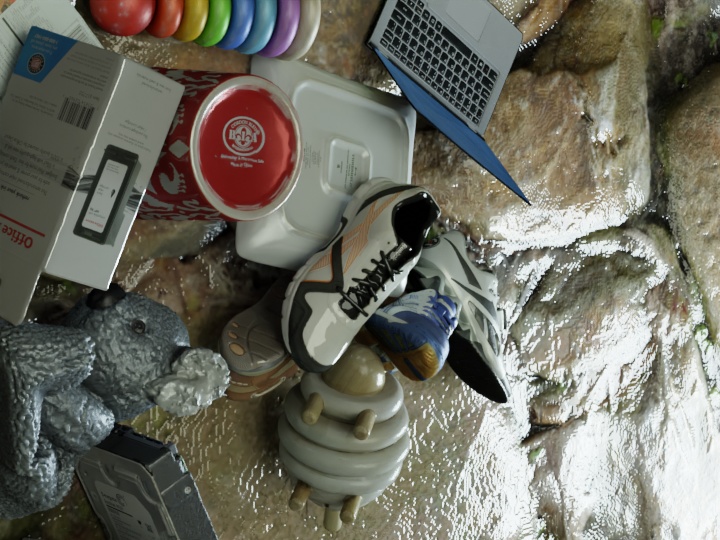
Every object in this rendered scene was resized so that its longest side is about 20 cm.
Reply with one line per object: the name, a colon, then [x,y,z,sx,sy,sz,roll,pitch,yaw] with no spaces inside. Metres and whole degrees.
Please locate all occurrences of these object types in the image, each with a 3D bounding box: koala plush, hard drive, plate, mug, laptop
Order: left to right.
koala plush: [-0.218,0.080,1.098,0.199,0.177,0.185,-22,123,-38]
hard drive: [-0.167,0.223,1.169,0.038,0.139,0.202,-33,117,-34]
mug: [-0.132,-0.111,1.118,0.177,0.199,0.134,-37,117,-32]
plate: [-0.021,-0.091,1.298,0.199,0.032,0.202,15,73,-38]
laptop: [0.109,-0.197,1.377,0.187,0.115,0.201,34,73,-39]

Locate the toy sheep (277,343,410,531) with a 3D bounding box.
toy sheep: [-0.017,0.157,1.301,0.137,0.138,0.202,-9,123,-40]

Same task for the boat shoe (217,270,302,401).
boat shoe: [-0.065,0.055,1.294,0.199,0.076,0.072,-30,148,-44]

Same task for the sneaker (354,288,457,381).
sneaker: [0.052,0.048,1.304,0.088,0.200,0.076,-36,98,-10]

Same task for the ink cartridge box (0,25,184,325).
ink cartridge box: [-0.220,-0.063,1.022,0.068,0.115,0.202,22,90,-51]

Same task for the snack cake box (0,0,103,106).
snack cake box: [-0.297,-0.203,1.049,0.115,0.067,0.201,-49,124,-23]

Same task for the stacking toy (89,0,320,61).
stacking toy: [-0.135,-0.225,1.188,0.199,0.085,0.086,-2,97,-36]

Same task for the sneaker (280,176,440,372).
sneaker: [0.000,0.000,1.233,0.074,0.080,0.201,41,68,-33]

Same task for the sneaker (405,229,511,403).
sneaker: [0.121,0.047,1.445,0.088,0.074,0.201,-44,122,-26]

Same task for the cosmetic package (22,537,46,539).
cosmetic package: [-0.190,0.260,1.112,0.082,0.199,0.051,13,86,-41]
